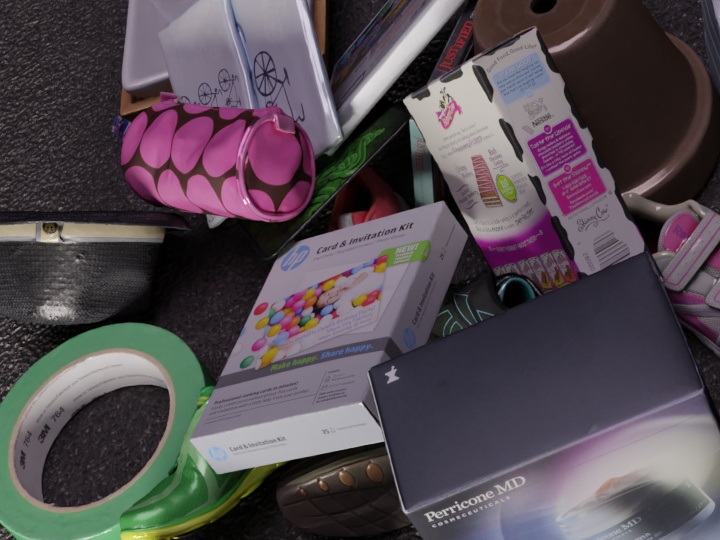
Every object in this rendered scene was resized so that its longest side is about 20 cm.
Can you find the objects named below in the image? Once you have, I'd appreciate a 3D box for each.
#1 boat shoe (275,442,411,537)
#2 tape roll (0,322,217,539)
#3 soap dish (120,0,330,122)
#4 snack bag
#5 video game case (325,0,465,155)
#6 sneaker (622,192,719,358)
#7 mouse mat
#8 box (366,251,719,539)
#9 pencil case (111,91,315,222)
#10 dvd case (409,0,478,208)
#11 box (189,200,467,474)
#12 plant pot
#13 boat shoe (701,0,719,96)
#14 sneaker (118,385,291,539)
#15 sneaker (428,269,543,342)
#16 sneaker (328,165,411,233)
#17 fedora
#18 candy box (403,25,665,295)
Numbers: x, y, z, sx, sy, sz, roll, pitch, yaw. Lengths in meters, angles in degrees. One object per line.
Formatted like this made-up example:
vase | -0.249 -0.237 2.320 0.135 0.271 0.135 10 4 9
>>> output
boat shoe | 0.034 0.132 1.330 0.198 0.075 0.074 -17 35 1
tape roll | -0.202 0.136 1.455 0.198 0.048 0.202 -14 50 17
soap dish | -0.116 -0.211 1.665 0.198 0.081 0.158 -15 49 16
snack bag | -0.092 -0.154 1.514 0.199 0.021 0.191 -27 74 49
video game case | 0.037 -0.203 1.514 0.200 0.023 0.183 -48 14 23
sneaker | 0.245 0.003 1.304 0.199 0.088 0.082 19 64 37
mouse mat | -0.033 -0.081 1.486 0.161 0.008 0.200 -45 16 0
box | 0.135 0.123 1.189 0.198 0.199 0.124 -23 47 9
pencil case | -0.115 -0.091 1.464 0.199 0.090 0.095 11 82 51
dvd case | 0.087 -0.153 1.474 0.022 0.146 0.201 18 63 14
box | -0.020 0.046 1.307 0.155 0.041 0.201 -14 35 36
plant pot | 0.162 -0.144 1.407 0.198 0.175 0.202 -14 50 17
boat shoe | 0.311 -0.155 1.421 0.066 0.074 0.202 -8 59 1
sneaker | -0.106 0.132 1.367 0.200 0.084 0.074 -38 2 -23
sneaker | 0.099 0.034 1.331 0.075 0.080 0.200 -1 17 -26
sneaker | 0.000 0.000 1.433 0.073 0.087 0.202 -17 49 15
fedora | -0.240 -0.002 1.539 0.199 0.200 0.093 0 90 27
candy box | 0.121 -0.059 1.313 0.061 0.201 0.136 -30 5 -20
